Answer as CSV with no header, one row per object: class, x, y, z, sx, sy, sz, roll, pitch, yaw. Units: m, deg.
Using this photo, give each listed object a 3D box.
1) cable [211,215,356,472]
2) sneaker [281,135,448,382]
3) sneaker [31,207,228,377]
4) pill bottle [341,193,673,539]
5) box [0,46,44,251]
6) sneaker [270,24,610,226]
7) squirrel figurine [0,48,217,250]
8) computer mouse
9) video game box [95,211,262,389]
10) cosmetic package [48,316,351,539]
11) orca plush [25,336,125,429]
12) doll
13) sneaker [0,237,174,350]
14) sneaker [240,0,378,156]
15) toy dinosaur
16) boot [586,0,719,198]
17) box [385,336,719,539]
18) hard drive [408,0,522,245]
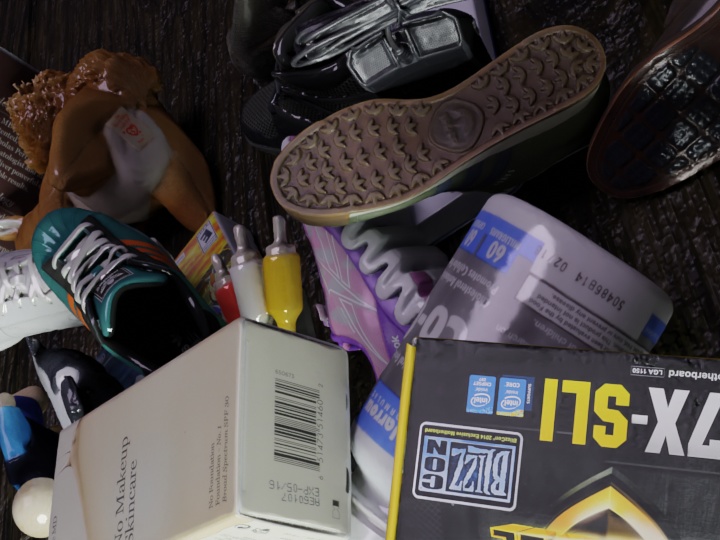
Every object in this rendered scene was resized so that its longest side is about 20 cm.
cable,-0.051,0.073,0.797,0.097,0.050,0.203,-28,70,45
sneaker,0.000,0.000,0.795,0.201,0.080,0.089,53,126,30
sneaker,-0.141,0.011,0.788,0.199,0.080,0.072,35,80,29
pill bottle,0.064,0.073,0.668,0.202,0.113,0.113,-59,38,1
box,-0.355,-0.097,1.208,0.165,0.163,0.202,23,84,52
sneaker,0.053,-0.065,0.746,0.198,0.090,0.068,-23,66,10
squirrel figurine,-0.231,-0.077,1.090,0.187,0.140,0.203,-43,49,43
computer mouse,0.053,-0.139,0.721,0.139,0.199,0.047,-23,74,21
video game box,-0.127,0.086,0.932,0.201,0.047,0.183,-50,42,13
cosmetic package,-0.091,0.112,0.696,0.199,0.072,0.105,-31,51,43
orca plush,-0.173,0.102,0.910,0.070,0.107,0.200,-19,21,-20
doll,-0.230,0.146,0.948,0.048,0.138,0.200,-33,15,-8
sneaker,-0.224,0.005,0.898,0.100,0.197,0.076,104,156,-67
sneaker,-0.036,-0.134,0.875,0.198,0.114,0.077,-2,63,51
toy dinosaur,-0.057,-0.172,0.951,0.102,0.077,0.200,-45,-4,10
boot,0.197,-0.130,0.706,0.200,0.074,0.097,-49,13,29
box,0.110,0.117,0.554,0.197,0.049,0.162,4,79,22
hard drive,0.040,-0.106,0.882,0.131,0.025,0.202,-33,45,31
